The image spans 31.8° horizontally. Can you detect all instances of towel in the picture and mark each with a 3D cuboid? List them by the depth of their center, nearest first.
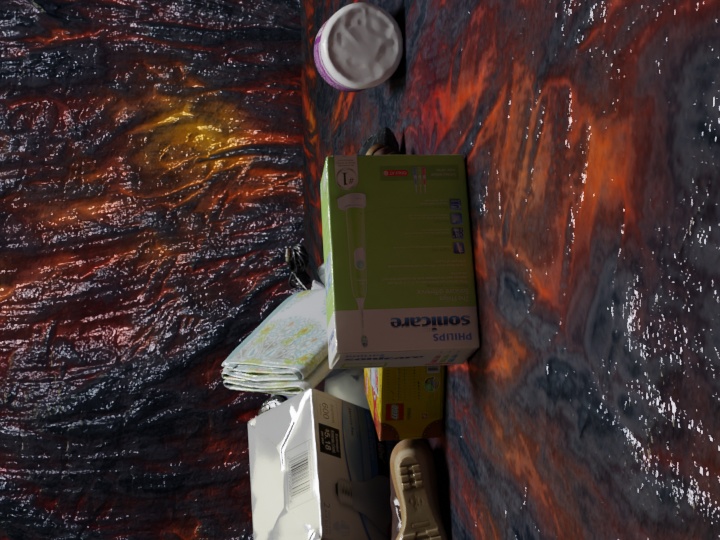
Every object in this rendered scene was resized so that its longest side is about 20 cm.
[{"bbox_3d":[-0.072,0.090,1.665,0.170,0.200,0.049,-1,124,45],"label":"towel"}]

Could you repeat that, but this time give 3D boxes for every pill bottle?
[{"bbox_3d":[-0.008,-0.303,1.741,0.200,0.110,0.114,-142,50,-81],"label":"pill bottle"}]

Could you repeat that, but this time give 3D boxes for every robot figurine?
[{"bbox_3d":[0.005,0.180,1.750,0.170,0.112,0.201,-56,-17,-35],"label":"robot figurine"}]

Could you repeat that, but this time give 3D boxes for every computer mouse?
[{"bbox_3d":[-0.045,0.050,1.865,0.201,0.044,0.110,51,161,27],"label":"computer mouse"}]

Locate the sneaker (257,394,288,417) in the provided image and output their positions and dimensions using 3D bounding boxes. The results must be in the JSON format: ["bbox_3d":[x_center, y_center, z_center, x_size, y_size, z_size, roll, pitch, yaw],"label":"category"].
[{"bbox_3d":[-0.076,0.265,1.718,0.087,0.075,0.203,-4,-109,-58],"label":"sneaker"}]

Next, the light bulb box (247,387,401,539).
[{"bbox_3d":[-0.028,0.282,1.586,0.124,0.199,0.201,-29,53,34],"label":"light bulb box"}]

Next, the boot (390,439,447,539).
[{"bbox_3d":[0.071,0.298,1.500,0.166,0.071,0.204,19,-112,-84],"label":"boot"}]

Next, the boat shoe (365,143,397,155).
[{"bbox_3d":[0.038,-0.065,1.642,0.070,0.070,0.203,29,134,36],"label":"boat shoe"}]

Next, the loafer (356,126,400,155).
[{"bbox_3d":[0.019,-0.138,1.765,0.201,0.067,0.072,125,151,-71],"label":"loafer"}]

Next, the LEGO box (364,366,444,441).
[{"bbox_3d":[0.050,0.074,1.477,0.149,0.076,0.203,-111,20,-70],"label":"LEGO box"}]

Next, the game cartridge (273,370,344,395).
[{"bbox_3d":[-0.036,0.096,1.715,0.041,0.198,0.134,58,-166,-25],"label":"game cartridge"}]

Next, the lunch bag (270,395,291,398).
[{"bbox_3d":[-0.190,0.407,3.486,0.170,0.125,0.203,-125,43,-74],"label":"lunch bag"}]

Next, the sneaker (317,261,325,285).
[{"bbox_3d":[0.000,0.000,1.843,0.074,0.071,0.199,56,159,-11],"label":"sneaker"}]

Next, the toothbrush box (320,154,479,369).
[{"bbox_3d":[0.036,-0.009,1.281,0.086,0.143,0.203,112,155,-73],"label":"toothbrush box"}]
